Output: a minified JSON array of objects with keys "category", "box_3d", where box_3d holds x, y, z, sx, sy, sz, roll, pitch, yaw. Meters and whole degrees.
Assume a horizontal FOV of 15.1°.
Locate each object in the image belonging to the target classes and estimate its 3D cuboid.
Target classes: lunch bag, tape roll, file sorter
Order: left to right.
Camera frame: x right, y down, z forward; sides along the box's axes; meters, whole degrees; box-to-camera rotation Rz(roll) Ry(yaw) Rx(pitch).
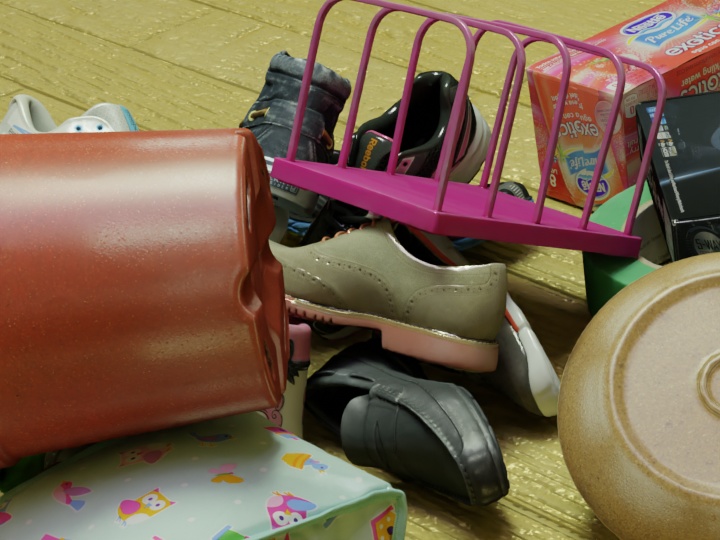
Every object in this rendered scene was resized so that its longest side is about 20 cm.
[{"category":"lunch bag","box_3d":[-0.100,0.160,1.417,0.200,0.122,0.170,-19,28,-35]},{"category":"file sorter","box_3d":[0.073,-0.091,1.670,0.139,0.125,0.200,20,10,42]},{"category":"tape roll","box_3d":[0.243,-0.008,1.741,0.200,0.048,0.200,-7,26,3]}]

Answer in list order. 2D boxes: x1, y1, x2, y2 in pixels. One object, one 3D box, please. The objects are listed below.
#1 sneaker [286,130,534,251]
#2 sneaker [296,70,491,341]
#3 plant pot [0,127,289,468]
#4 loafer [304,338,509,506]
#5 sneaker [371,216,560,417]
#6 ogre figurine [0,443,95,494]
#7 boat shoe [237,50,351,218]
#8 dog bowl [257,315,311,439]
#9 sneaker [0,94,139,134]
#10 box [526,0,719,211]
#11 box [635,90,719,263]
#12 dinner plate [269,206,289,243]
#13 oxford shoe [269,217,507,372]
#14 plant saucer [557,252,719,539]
[{"category":"sneaker","box_3d":[0.022,-0.057,1.860,0.200,0.083,0.071,9,22,30]},{"category":"sneaker","box_3d":[0.007,-0.052,1.775,0.080,0.086,0.200,22,67,24]},{"category":"plant pot","box_3d":[-0.144,0.008,1.433,0.195,0.201,0.201,-6,26,5]},{"category":"loafer","box_3d":[0.024,0.094,1.577,0.070,0.068,0.201,-23,23,-16]},{"category":"sneaker","box_3d":[0.052,0.040,1.677,0.082,0.077,0.200,-36,43,-8]},{"category":"ogre figurine","box_3d":[-0.162,0.118,1.550,0.200,0.098,0.120,-32,44,-21]},{"category":"boat shoe","box_3d":[-0.045,-0.088,1.771,0.071,0.091,0.200,22,-2,-7]},{"category":"dog bowl","box_3d":[-0.118,0.040,1.606,0.200,0.074,0.200,19,4,-1]},{"category":"sneaker","box_3d":[-0.140,-0.049,1.575,0.200,0.087,0.075,22,2,23]},{"category":"box","box_3d":[0.223,-0.122,1.919,0.200,0.103,0.095,-28,32,-32]},{"category":"box","box_3d":[0.267,-0.062,1.738,0.160,0.044,0.200,-8,25,3]},{"category":"dinner plate","box_3d":[-0.146,-0.017,1.860,0.200,0.024,0.200,-16,29,9]},{"category":"oxford shoe","box_3d":[0.000,0.000,1.628,0.200,0.074,0.071,18,8,21]},{"category":"plant saucer","box_3d":[0.206,0.069,1.485,0.200,0.035,0.200,-4,61,7]}]
